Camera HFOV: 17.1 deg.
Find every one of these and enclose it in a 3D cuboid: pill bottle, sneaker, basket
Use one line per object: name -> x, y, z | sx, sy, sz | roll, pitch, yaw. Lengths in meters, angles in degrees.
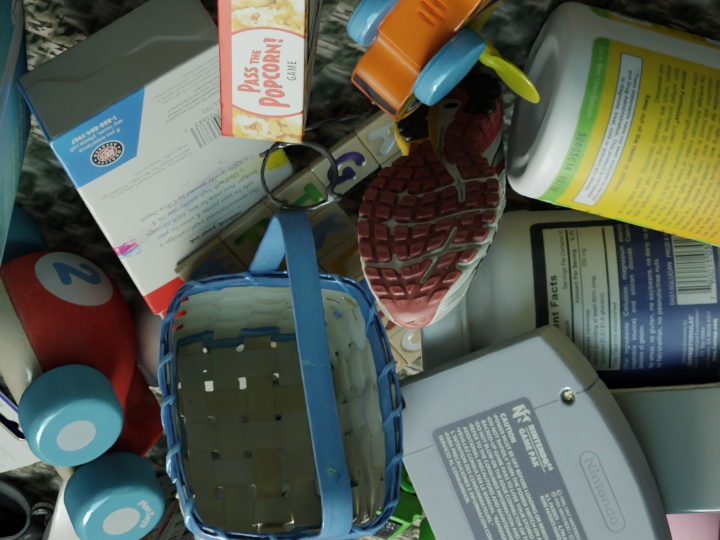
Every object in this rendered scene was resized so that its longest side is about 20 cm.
pill bottle -> 0.134, 0.017, 1.450 | 0.199, 0.111, 0.111 | -3, 141, 2
sneaker -> 0.051, -0.030, 1.338 | 0.078, 0.200, 0.082 | 0, 125, 15
sneaker -> -0.307, 0.209, 1.809 | 0.199, 0.076, 0.114 | -9, 139, 10
basket -> -0.044, 0.072, 1.356 | 0.139, 0.177, 0.200 | -4, 168, -10
pill bottle -> 0.192, -0.073, 1.344 | 0.199, 0.111, 0.111 | 14, 141, -9

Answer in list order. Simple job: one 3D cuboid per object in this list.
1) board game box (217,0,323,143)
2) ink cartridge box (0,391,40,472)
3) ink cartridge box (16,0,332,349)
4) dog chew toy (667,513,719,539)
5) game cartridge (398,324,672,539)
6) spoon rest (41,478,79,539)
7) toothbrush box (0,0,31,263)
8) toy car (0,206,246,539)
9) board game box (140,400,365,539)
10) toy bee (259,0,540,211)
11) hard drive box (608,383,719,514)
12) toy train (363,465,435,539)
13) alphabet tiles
board game box -> -0.041, -0.187, 1.203 | 0.046, 0.152, 0.200 | 5, 141, 2
ink cartridge box -> -0.314, 0.117, 1.723 | 0.199, 0.037, 0.095 | -14, 137, 28
ink cartridge box -> -0.104, -0.057, 1.407 | 0.116, 0.067, 0.200 | -30, 137, -4
dog chew toy -> 0.148, 0.148, 1.629 | 0.199, 0.125, 0.125 | 6, 143, 13
game cartridge -> 0.107, 0.139, 1.402 | 0.133, 0.042, 0.201 | -21, 94, 19
spoon rest -> -0.205, 0.183, 1.719 | 0.060, 0.099, 0.200 | 13, 130, 6
toothbrush box -> -0.245, -0.060, 1.354 | 0.085, 0.200, 0.147 | 7, 141, 1
toy car -> -0.130, 0.037, 1.525 | 0.200, 0.185, 0.177 | -26, 139, -6
board game box -> -0.087, 0.183, 1.672 | 0.200, 0.148, 0.064 | -26, 113, 36
toy bee -> 0.028, -0.129, 1.314 | 0.200, 0.109, 0.131 | -27, 89, 16
hard drive box -> 0.170, 0.112, 1.481 | 0.199, 0.077, 0.156 | -5, 175, 22
toy train -> 0.070, 0.188, 1.737 | 0.199, 0.057, 0.042 | 23, 139, -19
alphabet tiles -> 0.000, 0.000, 1.470 | 0.167, 0.008, 0.200 | -38, 139, 3
